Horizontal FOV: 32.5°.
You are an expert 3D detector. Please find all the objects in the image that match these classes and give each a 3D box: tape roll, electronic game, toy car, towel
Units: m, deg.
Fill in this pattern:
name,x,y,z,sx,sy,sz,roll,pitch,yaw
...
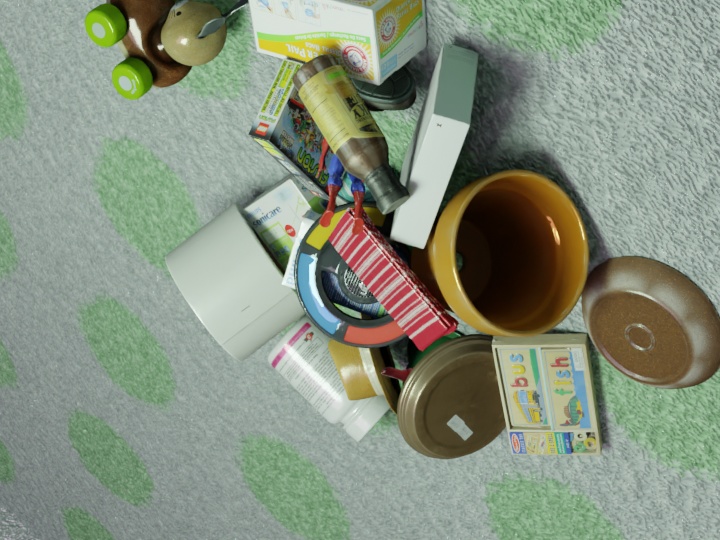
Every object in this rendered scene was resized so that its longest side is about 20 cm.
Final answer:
name,x,y,z,sx,sy,sz,roll,pitch,yaw
tape roll,-0.186,0.017,1.885,0.204,0.138,0.203,54,-177,-4
electronic game,0.007,0.007,1.667,0.197,0.042,0.203,1,102,6
toy car,-0.244,-0.343,1.697,0.198,0.164,0.159,-8,118,37
towel,0.039,0.013,1.577,0.201,0.022,0.145,50,161,3

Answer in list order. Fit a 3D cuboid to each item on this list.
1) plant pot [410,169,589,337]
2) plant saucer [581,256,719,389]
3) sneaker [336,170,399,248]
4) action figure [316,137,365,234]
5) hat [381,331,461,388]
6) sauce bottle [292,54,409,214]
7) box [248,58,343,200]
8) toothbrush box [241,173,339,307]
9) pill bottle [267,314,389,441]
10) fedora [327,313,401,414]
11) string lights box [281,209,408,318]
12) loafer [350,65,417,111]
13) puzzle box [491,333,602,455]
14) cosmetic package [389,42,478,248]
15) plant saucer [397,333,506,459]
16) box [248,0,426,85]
name,x,y,z,sx,sy,sz,roll,pitch,yaw
plant pot,0.158,-0.017,1.570,0.201,0.200,0.183,57,158,-12
plant saucer,0.360,0.077,1.563,0.199,0.037,0.202,27,138,27
sneaker,0.035,-0.095,1.705,0.199,0.077,0.080,33,128,16
action figure,-0.018,-0.137,1.529,0.064,0.202,0.052,10,146,-7
hat,0.087,0.191,1.812,0.165,0.176,0.201,-21,107,50
sauce bottle,-0.008,-0.162,1.477,0.201,0.064,0.065,58,144,7
box,-0.068,-0.181,1.618,0.034,0.111,0.200,19,170,28
toothbrush box,-0.059,-0.050,1.823,0.145,0.086,0.201,-25,102,51
pill bottle,-0.043,0.171,1.977,0.200,0.113,0.114,44,143,5
fedora,0.002,0.134,1.841,0.081,0.201,0.203,-19,116,5
string lights box,0.000,0.000,1.719,0.198,0.059,0.104,20,105,1
loafer,0.000,-0.248,1.618,0.199,0.072,0.063,27,159,35
puzzle box,0.260,0.175,1.716,0.131,0.026,0.202,-2,124,20
cosmetic package,0.090,-0.152,1.515,0.051,0.152,0.201,17,133,-2
plant saucer,0.146,0.185,1.745,0.029,0.198,0.202,47,155,54
box,-0.029,-0.320,1.534,0.198,0.112,0.102,20,136,30
